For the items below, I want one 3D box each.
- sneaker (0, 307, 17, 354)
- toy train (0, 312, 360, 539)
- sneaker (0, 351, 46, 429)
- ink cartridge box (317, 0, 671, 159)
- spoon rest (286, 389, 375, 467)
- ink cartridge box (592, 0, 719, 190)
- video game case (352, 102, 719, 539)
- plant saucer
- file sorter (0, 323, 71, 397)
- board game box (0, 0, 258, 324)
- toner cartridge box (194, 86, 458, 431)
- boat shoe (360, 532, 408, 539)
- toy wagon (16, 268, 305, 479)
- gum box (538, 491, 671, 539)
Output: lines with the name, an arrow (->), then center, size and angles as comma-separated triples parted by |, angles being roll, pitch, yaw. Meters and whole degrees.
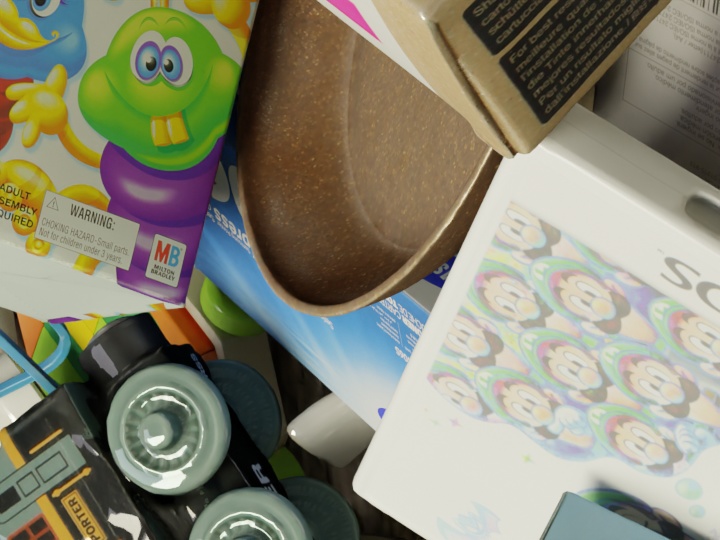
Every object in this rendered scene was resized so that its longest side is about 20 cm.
sneaker -> -0.194, -0.035, 1.157 | 0.080, 0.070, 0.201 | -6, 103, 53
toy train -> -0.057, 0.117, 0.929 | 0.114, 0.085, 0.200 | -35, 82, 14
sneaker -> -0.132, 0.129, 1.105 | 0.200, 0.085, 0.073 | 59, 169, -30
ink cartridge box -> 0.022, -0.153, 0.693 | 0.200, 0.165, 0.075 | 41, 176, 34
spoon rest -> 0.055, 0.104, 0.883 | 0.061, 0.099, 0.200 | -46, 57, 6
ink cartridge box -> 0.119, -0.035, 0.739 | 0.119, 0.042, 0.201 | 35, 134, 38
video game case -> 0.098, 0.059, 0.743 | 0.182, 0.024, 0.200 | 32, 145, 7
plant saucer -> 0.021, -0.080, 0.793 | 0.200, 0.037, 0.201 | -39, 44, 50
file sorter -> -0.198, -0.005, 1.016 | 0.123, 0.138, 0.200 | 53, -166, -53
board game box -> -0.101, -0.094, 0.872 | 0.105, 0.103, 0.201 | -7, 67, 57
toner cartridge box -> 0.000, 0.000, 0.890 | 0.200, 0.043, 0.095 | 39, 153, 45
boat shoe -> -0.044, 0.164, 1.012 | 0.200, 0.074, 0.076 | -25, 103, 37
toy wagon -> -0.074, 0.046, 1.059 | 0.200, 0.039, 0.155 | 52, 144, 23
gum box -> 0.123, 0.175, 0.773 | 0.200, 0.045, 0.170 | 25, 134, 9
